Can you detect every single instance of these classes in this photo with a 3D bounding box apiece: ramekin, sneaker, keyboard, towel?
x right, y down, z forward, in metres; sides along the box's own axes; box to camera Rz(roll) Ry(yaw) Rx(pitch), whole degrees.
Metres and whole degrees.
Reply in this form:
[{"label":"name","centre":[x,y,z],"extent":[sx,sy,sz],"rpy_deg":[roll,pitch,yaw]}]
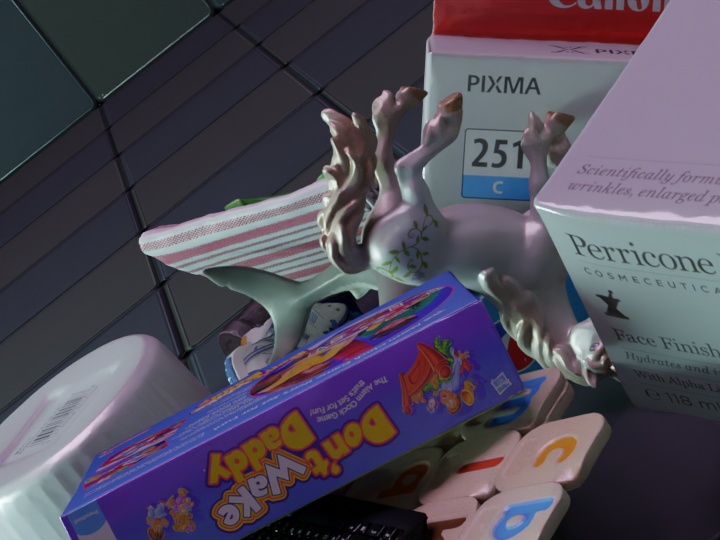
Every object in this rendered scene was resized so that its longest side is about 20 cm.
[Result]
[{"label":"ramekin","centre":[-0.184,0.135,1.207],"extent":[0.200,0.098,0.201],"rpy_deg":[-34,18,13]},{"label":"sneaker","centre":[-0.033,0.057,1.132],"extent":[0.088,0.075,0.200],"rpy_deg":[-33,14,7]},{"label":"keyboard","centre":[-0.056,0.126,0.767],"extent":[0.104,0.040,0.200],"rpy_deg":[-45,17,-23]},{"label":"towel","centre":[-0.031,-0.022,1.107],"extent":[0.146,0.030,0.200],"rpy_deg":[-16,-16,23]}]

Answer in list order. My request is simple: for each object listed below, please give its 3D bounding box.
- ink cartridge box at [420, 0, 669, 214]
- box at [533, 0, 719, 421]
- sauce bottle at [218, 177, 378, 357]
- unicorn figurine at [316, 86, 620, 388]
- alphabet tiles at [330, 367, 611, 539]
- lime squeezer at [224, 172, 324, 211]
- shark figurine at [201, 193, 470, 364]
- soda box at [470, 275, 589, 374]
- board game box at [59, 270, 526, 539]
[{"label":"ink cartridge box","centre":[0.134,-0.115,0.938],"extent":[0.199,0.177,0.045],"rpy_deg":[2,21,1]},{"label":"box","centre":[0.213,-0.041,0.700],"extent":[0.198,0.131,0.200],"rpy_deg":[8,51,42]},{"label":"sauce bottle","centre":[-0.035,-0.005,1.318],"extent":[0.065,0.065,0.200],"rpy_deg":[-14,28,52]},{"label":"unicorn figurine","centre":[0.072,-0.017,0.898],"extent":[0.074,0.199,0.138],"rpy_deg":[-47,-34,-87]},{"label":"alphabet tiles","centre":[0.015,0.118,0.729],"extent":[0.195,0.015,0.200],"rpy_deg":[-20,25,48]},{"label":"lime squeezer","centre":[-0.017,-0.034,1.162],"extent":[0.071,0.038,0.200],"rpy_deg":[-47,-21,6]},{"label":"shark figurine","centre":[0.001,-0.009,0.997],"extent":[0.128,0.090,0.214],"rpy_deg":[-43,21,-19]},{"label":"soda box","centre":[0.051,0.055,0.993],"extent":[0.200,0.068,0.064],"rpy_deg":[-37,17,5]},{"label":"board game box","centre":[-0.031,0.071,0.789],"extent":[0.199,0.045,0.134],"rpy_deg":[-27,6,0]}]
